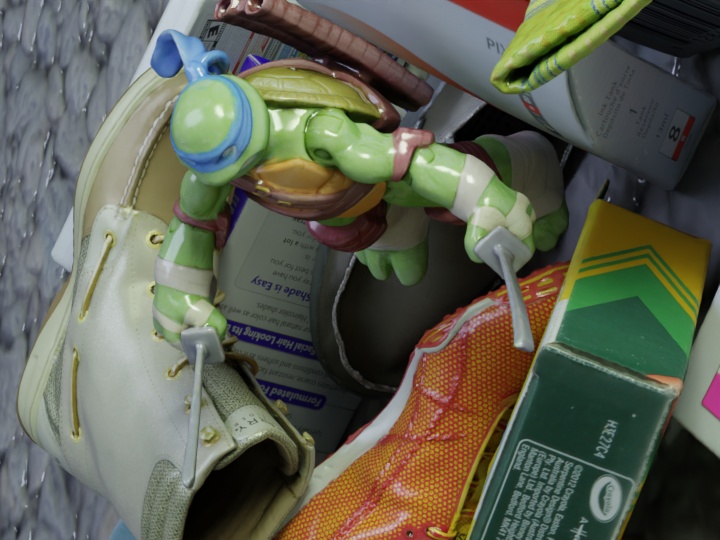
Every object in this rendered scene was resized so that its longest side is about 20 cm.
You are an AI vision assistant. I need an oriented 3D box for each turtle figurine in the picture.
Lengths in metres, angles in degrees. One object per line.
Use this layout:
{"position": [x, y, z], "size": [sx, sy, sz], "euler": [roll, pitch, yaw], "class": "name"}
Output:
{"position": [0.000, 0.000, 1.097], "size": [0.144, 0.194, 0.200], "euler": [-48, 68, 21], "class": "turtle figurine"}

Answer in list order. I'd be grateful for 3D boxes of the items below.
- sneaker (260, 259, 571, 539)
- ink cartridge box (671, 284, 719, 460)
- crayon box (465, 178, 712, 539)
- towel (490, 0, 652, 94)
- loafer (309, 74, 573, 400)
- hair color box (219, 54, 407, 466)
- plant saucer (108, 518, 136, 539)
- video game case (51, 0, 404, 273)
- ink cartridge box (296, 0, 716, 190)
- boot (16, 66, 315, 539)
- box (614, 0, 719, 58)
{"position": [0.040, 0.076, 1.189], "size": [0.077, 0.073, 0.200], "euler": [51, 120, 24], "class": "sneaker"}
{"position": [0.189, 0.009, 0.934], "size": [0.174, 0.043, 0.200], "euler": [-67, 24, 11], "class": "ink cartridge box"}
{"position": [0.080, 0.055, 1.039], "size": [0.200, 0.051, 0.127], "euler": [-62, -8, -68], "class": "crayon box"}
{"position": [0.106, -0.154, 0.940], "size": [0.144, 0.023, 0.200], "euler": [-42, 20, 44], "class": "towel"}
{"position": [0.040, -0.030, 1.234], "size": [0.200, 0.075, 0.070], "euler": [-65, 21, 13], "class": "loafer"}
{"position": [-0.040, 0.011, 1.325], "size": [0.200, 0.109, 0.065], "euler": [-63, 35, 16], "class": "hair color box"}
{"position": [-0.072, 0.201, 1.309], "size": [0.201, 0.039, 0.202], "euler": [0, 90, 60], "class": "plant saucer"}
{"position": [-0.053, -0.066, 1.347], "size": [0.018, 0.200, 0.143], "euler": [35, 109, 25], "class": "video game case"}
{"position": [0.026, -0.098, 1.102], "size": [0.162, 0.200, 0.050], "euler": [30, 99, 34], "class": "ink cartridge box"}
{"position": [-0.069, 0.025, 1.210], "size": [0.155, 0.072, 0.200], "euler": [45, 120, 47], "class": "boot"}
{"position": [0.153, -0.203, 1.088], "size": [0.184, 0.105, 0.201], "euler": [-15, 59, 61], "class": "box"}
